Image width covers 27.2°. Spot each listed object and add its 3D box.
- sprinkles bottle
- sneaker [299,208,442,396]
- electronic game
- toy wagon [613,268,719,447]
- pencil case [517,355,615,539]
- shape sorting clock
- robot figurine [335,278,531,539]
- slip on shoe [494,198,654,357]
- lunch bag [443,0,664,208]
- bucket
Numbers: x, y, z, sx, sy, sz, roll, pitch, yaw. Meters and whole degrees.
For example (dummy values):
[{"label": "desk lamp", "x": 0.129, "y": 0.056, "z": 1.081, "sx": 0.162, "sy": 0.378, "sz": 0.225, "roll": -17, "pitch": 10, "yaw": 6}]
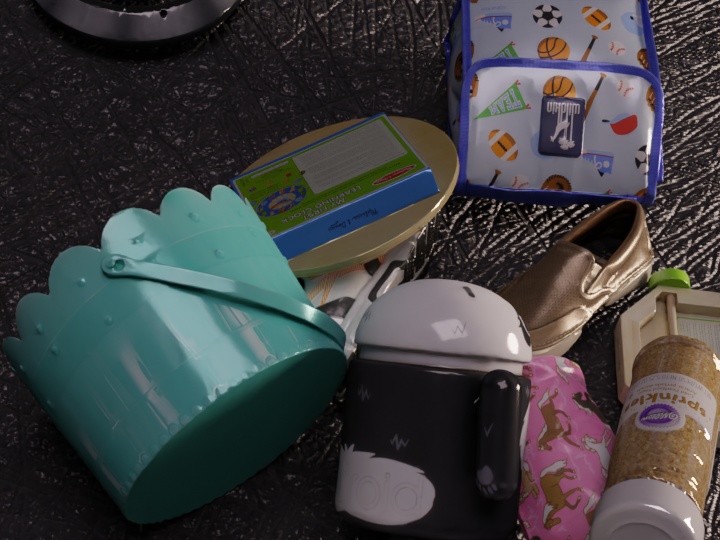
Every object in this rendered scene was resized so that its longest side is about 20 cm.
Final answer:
[{"label": "sprinkles bottle", "x": 0.197, "y": 0.120, "z": 0.972, "sx": 0.068, "sy": 0.069, "sz": 0.200, "roll": 20, "pitch": 33, "yaw": 7}, {"label": "sneaker", "x": 0.000, "y": 0.000, "z": 1.116, "sx": 0.079, "sy": 0.074, "sz": 0.200, "roll": 22, "pitch": 50, "yaw": 17}, {"label": "electronic game", "x": -0.196, "y": -0.269, "z": 1.311, "sx": 0.198, "sy": 0.042, "sz": 0.202, "roll": 3, "pitch": 53, "yaw": -4}, {"label": "toy wagon", "x": 0.292, "y": 0.077, "z": 1.120, "sx": 0.198, "sy": 0.040, "sz": 0.156, "roll": 7, "pitch": 52, "yaw": -4}, {"label": "pencil case", "x": 0.142, "y": 0.154, "z": 1.014, "sx": 0.086, "sy": 0.083, "sz": 0.201, "roll": 11, "pitch": 45, "yaw": -37}, {"label": "shape sorting clock", "x": -0.020, "y": -0.057, "z": 1.136, "sx": 0.198, "sy": 0.040, "sz": 0.201, "roll": -16, "pitch": 30, "yaw": 9}, {"label": "robot figurine", "x": 0.050, "y": 0.107, "z": 0.977, "sx": 0.149, "sy": 0.125, "sz": 0.202, "roll": 4, "pitch": 87, "yaw": 26}, {"label": "slip on shoe", "x": 0.153, "y": 0.008, "z": 1.115, "sx": 0.199, "sy": 0.061, "sz": 0.076, "roll": -27, "pitch": 42, "yaw": -36}, {"label": "lunch bag", "x": 0.156, "y": -0.142, "z": 1.217, "sx": 0.168, "sy": 0.124, "sz": 0.202, "roll": 4, "pitch": 57, "yaw": -1}, {"label": "bucket", "x": -0.114, "y": 0.058, "z": 0.977, "sx": 0.206, "sy": 0.208, "sz": 0.135, "roll": -29, "pitch": 68, "yaw": -27}]
